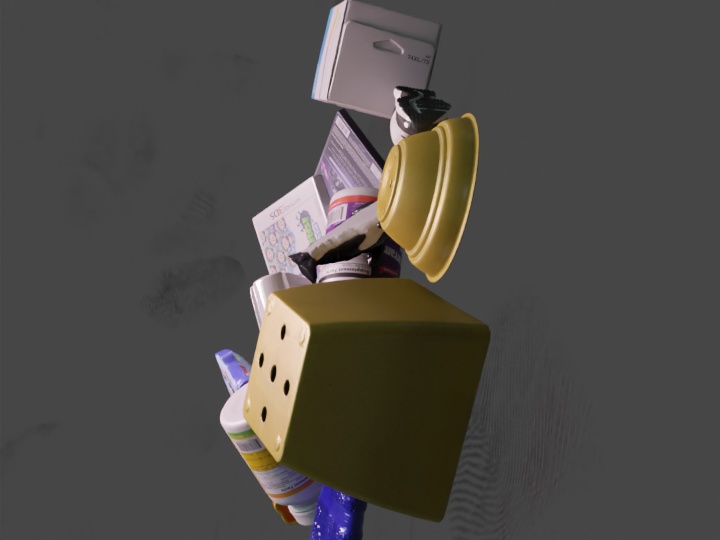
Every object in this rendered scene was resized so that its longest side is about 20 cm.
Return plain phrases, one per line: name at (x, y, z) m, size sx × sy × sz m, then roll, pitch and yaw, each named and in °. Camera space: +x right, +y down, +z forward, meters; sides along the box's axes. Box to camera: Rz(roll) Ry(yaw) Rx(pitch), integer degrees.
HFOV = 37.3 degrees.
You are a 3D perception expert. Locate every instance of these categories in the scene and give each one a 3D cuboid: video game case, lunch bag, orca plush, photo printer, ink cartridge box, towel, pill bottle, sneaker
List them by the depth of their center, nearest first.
orca plush at (0.010, -0.031, 1.365) m, size 0.104 × 0.199 × 0.072 m, roll 1°, pitch 121°, yaw 50°
towel at (-0.029, 0.313, 1.384) m, size 0.148 × 0.049 × 0.204 m, roll -135°, pitch 52°, yaw -77°
sneaker at (0.075, -0.189, 1.397) m, size 0.200 × 0.072 × 0.082 m, roll -87°, pitch 6°, yaw -75°
pill bottle at (0.000, 0.000, 1.450) m, size 0.112 × 0.109 × 0.204 m, roll 126°, pitch 154°, yaw -66°
photo printer at (-0.072, 0.113, 1.454) m, size 0.166 × 0.068 × 0.203 m, roll 22°, pitch -131°, yaw -69°
pill bottle at (-0.102, 0.255, 1.496) m, size 0.202 × 0.110 × 0.111 m, roll 60°, pitch -174°, yaw -22°
video game case at (-0.081, -0.015, 1.584) m, size 0.181 × 0.023 × 0.203 m, roll -27°, pitch 79°, yaw 50°
ink cartridge box at (0.019, -0.310, 1.592) m, size 0.200 × 0.144 × 0.149 m, roll -131°, pitch 54°, yaw -78°
lunch bag at (-0.148, 0.203, 1.610) m, size 0.202 × 0.093 × 0.150 m, roll 60°, pitch 171°, yaw -22°
video game case at (-0.016, -0.143, 1.712) m, size 0.144 × 0.019 × 0.201 m, roll 54°, pitch 150°, yaw 17°

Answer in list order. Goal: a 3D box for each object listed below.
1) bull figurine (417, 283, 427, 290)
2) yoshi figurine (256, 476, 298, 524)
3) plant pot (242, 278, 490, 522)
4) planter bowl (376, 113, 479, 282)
bull figurine at (-0.005, 0.067, 1.302) m, size 0.198 × 0.065 × 0.123 m, roll -14°, pitch 48°, yaw 40°
yoshi figurine at (-0.101, 0.305, 1.702) m, size 0.200 × 0.111 × 0.113 m, roll -103°, pitch 38°, yaw -71°
plant pot at (-0.010, 0.116, 1.080) m, size 0.200 × 0.173 × 0.204 m, roll 32°, pitch 111°, yaw 64°
planter bowl at (0.069, -0.095, 1.260) m, size 0.200 × 0.082 × 0.204 m, roll -168°, pitch 90°, yaw -79°
